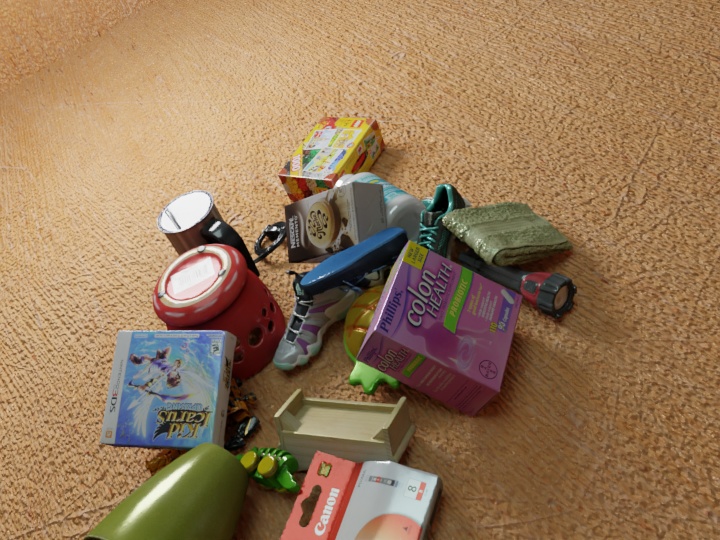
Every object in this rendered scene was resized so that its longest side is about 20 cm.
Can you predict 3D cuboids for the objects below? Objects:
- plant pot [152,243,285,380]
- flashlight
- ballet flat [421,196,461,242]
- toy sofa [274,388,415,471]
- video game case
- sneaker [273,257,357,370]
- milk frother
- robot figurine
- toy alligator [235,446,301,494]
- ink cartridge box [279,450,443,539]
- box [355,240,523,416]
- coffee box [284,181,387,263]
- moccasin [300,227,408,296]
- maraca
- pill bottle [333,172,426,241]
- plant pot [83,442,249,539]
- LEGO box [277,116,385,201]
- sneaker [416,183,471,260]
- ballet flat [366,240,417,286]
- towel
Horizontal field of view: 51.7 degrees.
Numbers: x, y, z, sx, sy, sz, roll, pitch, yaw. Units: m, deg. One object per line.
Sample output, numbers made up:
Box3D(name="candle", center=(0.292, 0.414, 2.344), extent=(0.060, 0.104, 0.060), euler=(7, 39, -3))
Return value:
Box3D(name="plant pot", center=(-0.254, 0.072, 1.311), extent=(0.198, 0.183, 0.202), euler=(-12, 46, 13))
Box3D(name="flashlight", center=(0.256, 0.013, 1.219), extent=(0.068, 0.068, 0.199), euler=(-34, 36, -23))
Box3D(name="ballet flat", center=(0.189, -0.086, 1.357), extent=(0.065, 0.071, 0.199), euler=(-17, 37, -35))
Box3D(name="toy sofa", center=(-0.023, 0.244, 1.113), extent=(0.198, 0.099, 0.083), euler=(-1, 24, 26))
Box3D(name="video game case", center=(-0.305, 0.189, 1.181), extent=(0.197, 0.045, 0.184), euler=(-2, 72, 15))
Box3D(name="sneaker", center=(-0.101, 0.061, 1.273), extent=(0.077, 0.141, 0.200), euler=(12, 52, 43))
Box3D(name="milk frother", center=(-0.258, -0.077, 1.454), extent=(0.178, 0.189, 0.201), euler=(2, 48, 26))
Box3D(name="robot figurine", center=(-0.262, 0.254, 1.220), extent=(0.199, 0.058, 0.145), euler=(-31, 46, -7))
Box3D(name="toy alligator", center=(-0.152, 0.291, 1.125), extent=(0.198, 0.060, 0.055), euler=(1, 47, 43))
Box3D(name="ink cartridge box", center=(-0.005, 0.330, 1.001), extent=(0.198, 0.050, 0.163), euler=(12, 58, 20))
Box3D(name="box", center=(0.120, 0.085, 1.109), extent=(0.198, 0.097, 0.177), euler=(26, 54, -1))
Box3D(name="coffee box", center=(-0.047, -0.082, 1.357), extent=(0.199, 0.079, 0.115), euler=(-13, 81, 47))
Box3D(name="moccasin", center=(0.000, 0.000, 1.227), extent=(0.198, 0.069, 0.080), euler=(-26, 23, -9))
Box3D(name="maraca", center=(0.034, 0.107, 1.193), extent=(0.136, 0.107, 0.202), euler=(-19, 45, 21))
Box3D(name="pill bottle", center=(0.029, -0.118, 1.417), extent=(0.111, 0.111, 0.199), euler=(-39, 44, -16))
Box3D(name="plant pot", center=(-0.247, 0.351, 1.044), extent=(0.185, 0.189, 0.200), euler=(7, 41, 31))
Box3D(name="LEGO box", center=(-0.060, -0.237, 1.604), extent=(0.147, 0.078, 0.201), euler=(9, 52, 32))
Box3D(name="sneaker", center=(0.121, -0.062, 1.264), extent=(0.077, 0.091, 0.202), euler=(9, 64, 32))
Box3D(name="ballet flat", center=(0.047, -0.005, 1.332), extent=(0.198, 0.068, 0.063), euler=(-18, 52, 8))
Box3D(name="towel", center=(0.245, -0.066, 1.235), extent=(0.198, 0.037, 0.148), euler=(-11, 40, -35))
